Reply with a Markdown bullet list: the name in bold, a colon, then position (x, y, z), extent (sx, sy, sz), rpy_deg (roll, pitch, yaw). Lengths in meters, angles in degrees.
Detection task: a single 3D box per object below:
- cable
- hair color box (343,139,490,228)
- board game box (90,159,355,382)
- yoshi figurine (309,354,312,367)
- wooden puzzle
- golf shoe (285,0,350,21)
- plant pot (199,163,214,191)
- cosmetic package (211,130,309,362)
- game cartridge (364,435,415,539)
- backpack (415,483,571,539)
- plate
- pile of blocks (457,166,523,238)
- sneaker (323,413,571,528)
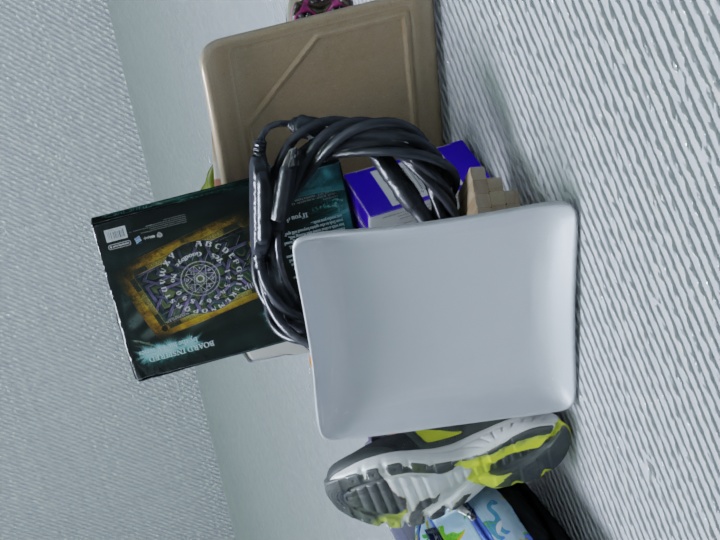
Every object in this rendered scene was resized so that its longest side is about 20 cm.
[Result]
- **cable**: position (-0.004, -0.021, 1.068), extent (0.051, 0.163, 0.200), rpy_deg (-84, -6, -74)
- **hair color box**: position (0.050, -0.003, 1.181), extent (0.065, 0.109, 0.200), rpy_deg (-121, 20, -45)
- **board game box**: position (-0.099, -0.001, 1.113), extent (0.028, 0.200, 0.135), rpy_deg (-127, 24, -73)
- **yoshi figurine**: position (-0.015, -0.002, 1.399), extent (0.112, 0.112, 0.200), rpy_deg (130, 142, -60)
- **wooden puzzle**: position (-0.027, -0.126, 1.135), extent (0.037, 0.200, 0.185), rpy_deg (-128, 24, -49)
- **golf shoe**: position (-0.035, -0.186, 1.387), extent (0.092, 0.073, 0.200), rpy_deg (-127, 33, -70)
- **plant pot**: position (-0.140, -0.042, 1.769), extent (0.193, 0.200, 0.200), rpy_deg (107, 145, -47)
- **cosmetic package**: position (-0.070, -0.032, 1.238), extent (0.087, 0.103, 0.200), rpy_deg (65, -166, -59)
- **game cartridge**: position (0.048, 0.233, 1.321), extent (0.200, 0.038, 0.130), rpy_deg (-102, -11, -76)
- **backpack**: position (0.126, 0.256, 1.157), extent (0.200, 0.154, 0.163), rpy_deg (35, 164, 47)
- **plate**: position (0.058, 0.035, 1.030), extent (0.032, 0.200, 0.200), rpy_deg (-98, 1, -52)
- **pile of blocks**: position (0.105, 0.005, 1.094), extent (0.082, 0.062, 0.200), rpy_deg (-104, 15, -47)
- **sneaker**: position (0.066, 0.145, 1.134), extent (0.085, 0.200, 0.075), rpy_deg (-108, 5, -54)
